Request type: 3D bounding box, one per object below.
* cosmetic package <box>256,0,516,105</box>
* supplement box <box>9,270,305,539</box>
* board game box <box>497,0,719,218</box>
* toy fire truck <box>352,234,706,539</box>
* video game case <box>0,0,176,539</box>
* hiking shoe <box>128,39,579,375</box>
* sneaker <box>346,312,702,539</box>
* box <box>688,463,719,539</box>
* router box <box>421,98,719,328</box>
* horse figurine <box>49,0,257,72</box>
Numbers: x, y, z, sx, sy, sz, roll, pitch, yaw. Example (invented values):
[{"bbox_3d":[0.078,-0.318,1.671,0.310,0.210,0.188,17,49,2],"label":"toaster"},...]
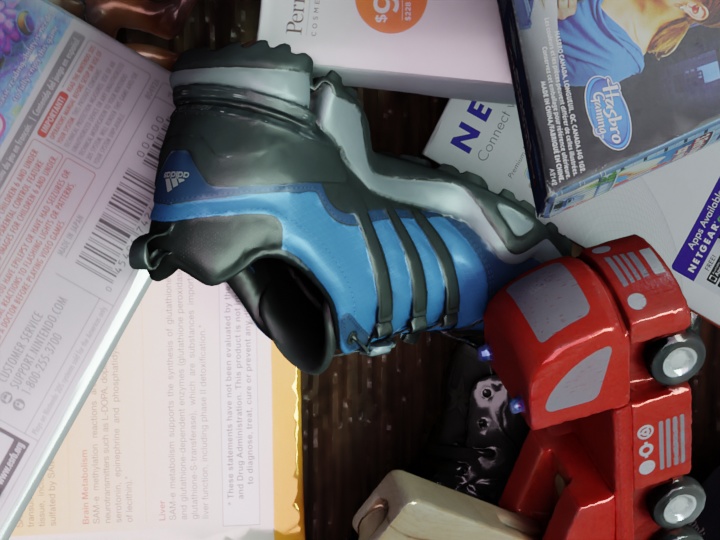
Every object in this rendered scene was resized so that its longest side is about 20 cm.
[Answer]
[{"bbox_3d":[0.048,-0.159,0.801,0.149,0.052,0.202,5,86,3],"label":"cosmetic package"},{"bbox_3d":[-0.122,0.037,0.856,0.198,0.074,0.127,-1,98,-9],"label":"supplement box"},{"bbox_3d":[0.136,-0.134,0.740,0.198,0.062,0.202,-10,84,0],"label":"board game box"},{"bbox_3d":[0.048,0.090,0.825,0.140,0.049,0.201,-16,129,-12],"label":"toy fire truck"},{"bbox_3d":[-0.166,-0.011,0.794,0.181,0.024,0.201,30,83,-5],"label":"video game case"},{"bbox_3d":[0.000,0.000,0.807,0.199,0.074,0.087,30,71,-36],"label":"hiking shoe"},{"bbox_3d":[0.044,0.071,0.901,0.198,0.060,0.105,-18,106,-10],"label":"sneaker"},{"bbox_3d":[0.206,0.159,0.879,0.196,0.118,0.200,32,112,-23],"label":"box"},{"bbox_3d":[0.144,-0.085,0.832,0.179,0.049,0.201,30,98,26],"label":"router box"},{"bbox_3d":[-0.107,-0.114,0.835,0.132,0.050,0.201,-24,112,11],"label":"horse figurine"}]
